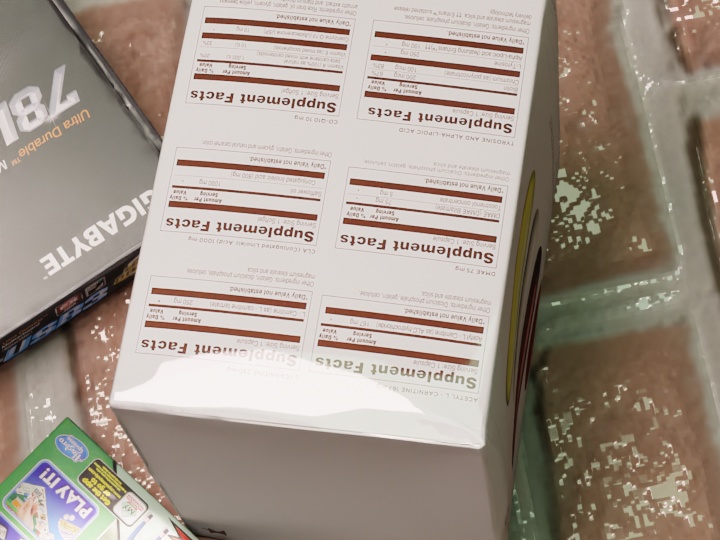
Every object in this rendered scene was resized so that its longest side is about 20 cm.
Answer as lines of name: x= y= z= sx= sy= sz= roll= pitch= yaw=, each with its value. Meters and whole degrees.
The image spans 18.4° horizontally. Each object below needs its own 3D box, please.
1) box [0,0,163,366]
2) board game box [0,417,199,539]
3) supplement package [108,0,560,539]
box: x=-0.206 y=-0.049 z=1.022 sx=0.200 sy=0.050 sz=0.199 roll=-33 pitch=77 yaw=-12
board game box: x=-0.103 y=0.177 z=0.954 sx=0.200 sy=0.029 sz=0.135 roll=40 pitch=76 yaw=18
supplement package: x=0.000 y=0.000 z=0.927 sx=0.146 sy=0.191 sz=0.201 roll=6 pitch=69 yaw=8
